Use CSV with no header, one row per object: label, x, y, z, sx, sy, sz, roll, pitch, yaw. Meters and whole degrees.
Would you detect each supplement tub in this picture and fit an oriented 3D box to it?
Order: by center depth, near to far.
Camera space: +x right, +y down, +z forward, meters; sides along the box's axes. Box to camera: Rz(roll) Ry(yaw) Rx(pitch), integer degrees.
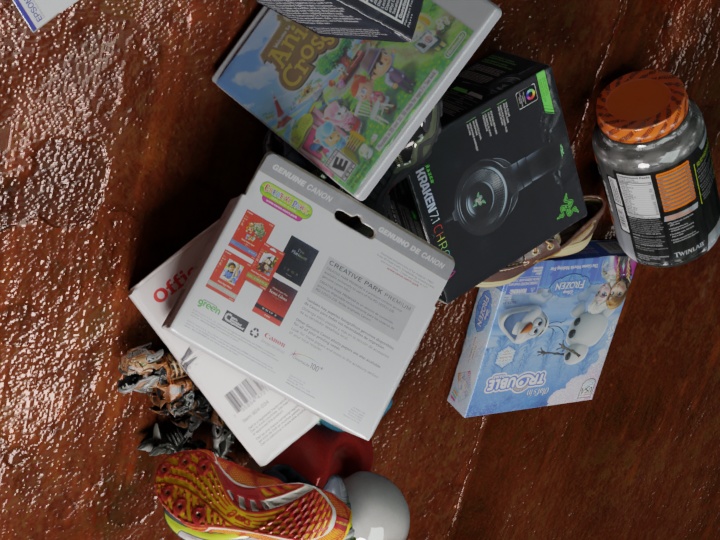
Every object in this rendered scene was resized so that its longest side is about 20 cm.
supplement tub,0.322,-0.111,1.533,0.122,0.122,0.201,-34,132,-12

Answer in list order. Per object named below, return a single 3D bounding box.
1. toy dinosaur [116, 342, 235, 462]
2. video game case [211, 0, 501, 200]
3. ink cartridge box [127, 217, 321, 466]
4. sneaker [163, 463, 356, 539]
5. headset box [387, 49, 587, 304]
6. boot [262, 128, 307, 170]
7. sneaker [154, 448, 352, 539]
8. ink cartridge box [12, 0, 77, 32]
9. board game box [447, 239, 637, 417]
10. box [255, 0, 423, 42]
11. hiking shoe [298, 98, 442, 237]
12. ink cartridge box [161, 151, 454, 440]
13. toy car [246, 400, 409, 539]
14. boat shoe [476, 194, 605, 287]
toy dinosaur,-0.150,0.129,1.379,0.198,0.102,0.137,15,94,-21
video game case,-0.007,-0.193,1.215,0.201,0.182,0.022,-53,161,6
ink cartridge box,-0.100,0.054,1.302,0.145,0.084,0.201,-38,97,-9
sneaker,-0.096,0.226,1.357,0.074,0.197,0.082,-5,96,-75
headset box,0.117,-0.097,1.393,0.199,0.093,0.176,-30,121,-20
boot,-0.037,-0.151,1.285,0.090,0.073,0.202,-16,127,-33
sneaker,-0.102,0.216,1.286,0.077,0.198,0.074,43,65,-61
ink cartridge box,-0.206,-0.285,1.105,0.199,0.039,0.100,-37,133,-12
board game box,0.211,0.066,1.623,0.198,0.043,0.201,-5,121,-33
box,-0.035,-0.312,1.112,0.197,0.122,0.202,20,85,-45
hiking shoe,0.000,-0.108,1.249,0.100,0.076,0.201,-1,128,-41
ink cartridge box,-0.044,0.022,1.227,0.199,0.084,0.177,30,82,-10
toy car,-0.008,0.235,1.439,0.185,0.200,0.177,-51,163,12
boat shoe,0.183,-0.040,1.498,0.198,0.073,0.072,-15,158,-32
